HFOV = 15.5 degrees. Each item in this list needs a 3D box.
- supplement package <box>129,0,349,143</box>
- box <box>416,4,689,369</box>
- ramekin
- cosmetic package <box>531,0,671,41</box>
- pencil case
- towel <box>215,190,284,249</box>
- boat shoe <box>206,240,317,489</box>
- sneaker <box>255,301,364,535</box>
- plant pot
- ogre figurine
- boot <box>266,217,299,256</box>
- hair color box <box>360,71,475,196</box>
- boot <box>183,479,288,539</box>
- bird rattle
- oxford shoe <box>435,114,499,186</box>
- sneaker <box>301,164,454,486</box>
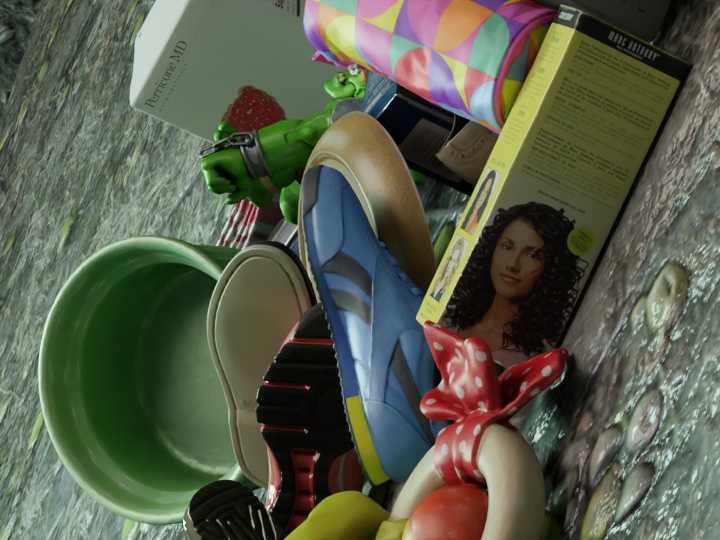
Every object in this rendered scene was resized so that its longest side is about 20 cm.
[{"bbox_3d":[-0.057,-0.153,1.971,0.122,0.199,0.120,-59,17,25],"label":"supplement package"},{"bbox_3d":[0.108,-0.044,1.503,0.201,0.075,0.050,-66,14,4],"label":"box"},{"bbox_3d":[-0.121,0.074,1.871,0.098,0.200,0.201,-5,-51,-57],"label":"ramekin"},{"bbox_3d":[0.090,-0.257,1.555,0.166,0.199,0.168,27,93,53],"label":"cosmetic package"},{"bbox_3d":[0.050,-0.139,1.598,0.200,0.088,0.089,26,93,47],"label":"pencil case"},{"bbox_3d":[-0.086,0.027,2.011,0.201,0.030,0.146,-65,-20,4],"label":"towel"},{"bbox_3d":[-0.050,0.051,1.717,0.066,0.074,0.200,-61,-29,-47],"label":"boat shoe"},{"bbox_3d":[-0.030,0.107,1.676,0.087,0.073,0.201,-74,-7,-73],"label":"sneaker"},{"bbox_3d":[0.000,0.000,1.686,0.200,0.027,0.201,169,90,-69],"label":"plant pot"},{"bbox_3d":[-0.017,-0.079,1.826,0.119,0.200,0.099,-22,58,23],"label":"ogre figurine"},{"bbox_3d":[-0.060,0.050,1.920,0.090,0.072,0.201,2,73,71],"label":"boot"},{"bbox_3d":[0.065,-0.153,1.749,0.061,0.100,0.201,-48,24,46],"label":"hair color box"},{"bbox_3d":[-0.068,0.239,1.644,0.182,0.072,0.200,59,151,26],"label":"boot"},{"bbox_3d":[0.057,0.133,1.439,0.200,0.112,0.163,-48,31,13],"label":"bird rattle"},{"bbox_3d":[0.099,-0.139,1.665,0.070,0.074,0.201,-45,26,54],"label":"oxford shoe"},{"bbox_3d":[0.018,0.027,1.579,0.066,0.078,0.201,36,-143,-71],"label":"sneaker"}]
